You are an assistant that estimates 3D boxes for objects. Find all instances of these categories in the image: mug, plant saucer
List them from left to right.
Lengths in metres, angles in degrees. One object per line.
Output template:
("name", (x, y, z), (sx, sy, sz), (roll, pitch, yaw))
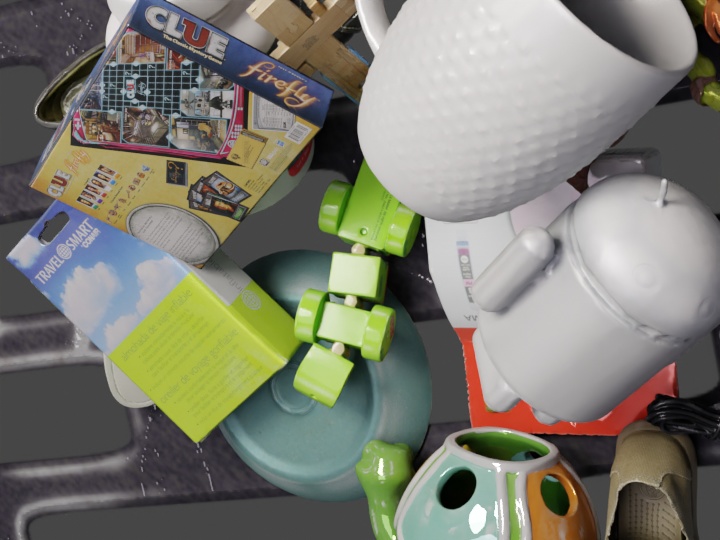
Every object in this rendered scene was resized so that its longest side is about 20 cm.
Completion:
("plant saucer", (-0.043, 0.085, 1.281), (0.200, 0.036, 0.201), (7, 106, 26))
("mug", (0.071, -0.136, 1.004), (0.175, 0.147, 0.200), (-45, 70, 34))

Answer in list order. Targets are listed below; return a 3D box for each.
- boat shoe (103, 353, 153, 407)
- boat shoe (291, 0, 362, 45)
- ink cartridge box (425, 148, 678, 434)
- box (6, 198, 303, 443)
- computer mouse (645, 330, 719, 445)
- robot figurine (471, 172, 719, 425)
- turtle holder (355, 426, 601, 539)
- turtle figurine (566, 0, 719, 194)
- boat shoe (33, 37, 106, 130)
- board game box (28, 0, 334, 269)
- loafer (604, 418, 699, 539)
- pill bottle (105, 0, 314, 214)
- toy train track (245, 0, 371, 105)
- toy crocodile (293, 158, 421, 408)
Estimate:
("boat shoe", (-0.168, 0.010, 1.326), (0.062, 0.073, 0.201), (-128, 39, -58))
("boat shoe", (-0.068, -0.242, 1.192), (0.200, 0.072, 0.068), (45, 124, 2))
("ink cartridge box", (0.131, 0.020, 1.159), (0.162, 0.057, 0.201), (-1, 97, 28))
("box", (-0.150, 0.020, 1.242), (0.200, 0.048, 0.122), (44, 126, -4))
("computer mouse", (0.268, 0.033, 1.087), (0.109, 0.044, 0.200), (21, 111, 3))
("robot figurine", (0.150, 0.017, 1.049), (0.200, 0.169, 0.113), (-46, 43, 38))
("turtle holder", (0.087, 0.177, 1.190), (0.185, 0.141, 0.132), (-142, 51, -66))
("turtle figurine", (0.178, -0.123, 1.059), (0.161, 0.064, 0.200), (-44, 66, 13))
("boat shoe", (-0.162, -0.150, 1.267), (0.201, 0.066, 0.072), (-25, 90, 30))
("board game box", (-0.121, -0.085, 1.104), (0.135, 0.035, 0.200), (27, 144, -15))
("loafer", (0.198, 0.202, 1.157), (0.076, 0.067, 0.201), (-3, 109, 29))
("pill bottle", (-0.107, -0.141, 1.158), (0.119, 0.120, 0.200), (16, 147, 23))
("toy train track", (-0.022, -0.146, 1.128), (0.115, 0.200, 0.033), (-43, 61, 9))
("toy crocodile", (0.000, 0.000, 1.208), (0.067, 0.062, 0.201), (13, 86, 11))
